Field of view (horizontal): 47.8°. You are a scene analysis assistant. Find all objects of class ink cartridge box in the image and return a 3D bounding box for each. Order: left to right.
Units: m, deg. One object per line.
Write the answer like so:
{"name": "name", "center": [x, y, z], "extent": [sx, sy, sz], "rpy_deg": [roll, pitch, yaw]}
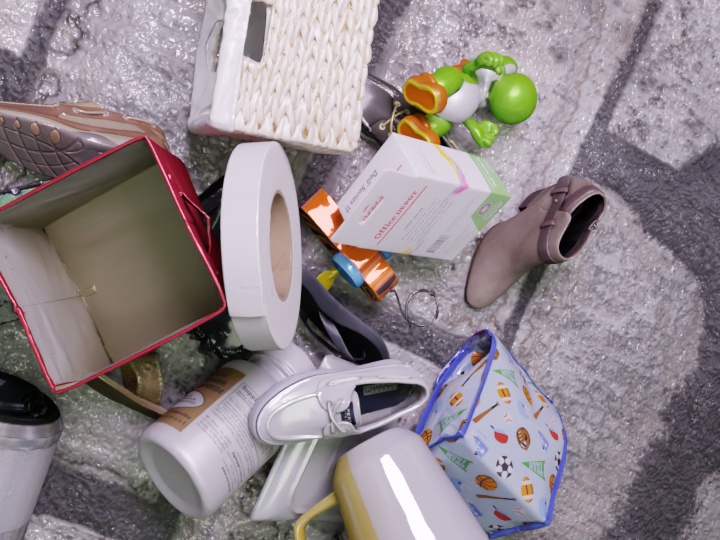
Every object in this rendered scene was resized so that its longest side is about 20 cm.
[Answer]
{"name": "ink cartridge box", "center": [0.057, -0.080, 0.901], "extent": [0.198, 0.068, 0.117], "rpy_deg": [7, 136, -42]}

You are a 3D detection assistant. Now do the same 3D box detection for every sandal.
{"name": "sandal", "center": [-0.247, 0.130, 0.941], "extent": [0.211, 0.077, 0.070], "rpy_deg": [42, 61, -22]}
{"name": "sandal", "center": [-0.042, 0.063, 0.960], "extent": [0.200, 0.075, 0.043], "rpy_deg": [44, 61, -29]}

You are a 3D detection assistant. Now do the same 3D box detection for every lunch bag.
{"name": "lunch bag", "center": [0.169, 0.197, 1.017], "extent": [0.170, 0.123, 0.201], "rpy_deg": [47, 45, -15]}

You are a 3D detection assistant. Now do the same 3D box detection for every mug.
{"name": "mug", "center": [0.027, 0.267, 0.891], "extent": [0.184, 0.150, 0.155], "rpy_deg": [-21, 74, -24]}

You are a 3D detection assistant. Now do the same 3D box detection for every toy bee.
{"name": "toy bee", "center": [0.000, 0.000, 0.976], "extent": [0.129, 0.109, 0.203], "rpy_deg": [-22, 76, -7]}

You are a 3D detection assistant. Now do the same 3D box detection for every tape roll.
{"name": "tape roll", "center": [-0.093, -0.023, 0.796], "extent": [0.036, 0.203, 0.207], "rpy_deg": [-2, 98, 7]}

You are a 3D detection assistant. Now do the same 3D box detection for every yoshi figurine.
{"name": "yoshi figurine", "center": [0.139, -0.199, 0.951], "extent": [0.199, 0.112, 0.114], "rpy_deg": [-31, 101, -38]}

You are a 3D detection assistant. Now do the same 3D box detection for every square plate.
{"name": "square plate", "center": [-0.023, 0.213, 0.967], "extent": [0.197, 0.028, 0.203], "rpy_deg": [26, 89, -54]}

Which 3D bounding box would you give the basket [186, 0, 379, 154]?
{"name": "basket", "center": [-0.086, -0.232, 0.862], "extent": [0.158, 0.200, 0.203], "rpy_deg": [8, 95, -18]}

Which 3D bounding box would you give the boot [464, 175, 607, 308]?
{"name": "boot", "center": [0.214, -0.030, 0.997], "extent": [0.070, 0.146, 0.202], "rpy_deg": [32, 89, -18]}

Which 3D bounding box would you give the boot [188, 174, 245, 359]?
{"name": "boot", "center": [-0.147, -0.008, 0.939], "extent": [0.198, 0.073, 0.163], "rpy_deg": [-42, 107, -7]}

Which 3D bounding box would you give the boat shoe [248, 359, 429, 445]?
{"name": "boat shoe", "center": [-0.020, 0.141, 0.865], "extent": [0.197, 0.065, 0.075], "rpy_deg": [-17, 106, -21]}

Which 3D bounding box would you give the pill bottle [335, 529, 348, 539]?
{"name": "pill bottle", "center": [0.035, 0.347, 1.011], "extent": [0.116, 0.116, 0.200], "rpy_deg": [43, 84, -16]}

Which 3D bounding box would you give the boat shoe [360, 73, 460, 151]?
{"name": "boat shoe", "center": [0.052, -0.171, 0.978], "extent": [0.200, 0.060, 0.072], "rpy_deg": [38, 86, -17]}

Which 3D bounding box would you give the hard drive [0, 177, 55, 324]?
{"name": "hard drive", "center": [-0.399, -0.013, 0.886], "extent": [0.196, 0.038, 0.143], "rpy_deg": [-16, 101, -12]}

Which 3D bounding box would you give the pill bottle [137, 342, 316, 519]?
{"name": "pill bottle", "center": [-0.139, 0.167, 0.909], "extent": [0.199, 0.113, 0.116], "rpy_deg": [-39, 108, -39]}

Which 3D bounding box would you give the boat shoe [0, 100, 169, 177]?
{"name": "boat shoe", "center": [-0.304, -0.145, 0.882], "extent": [0.197, 0.073, 0.076], "rpy_deg": [13, 136, -23]}

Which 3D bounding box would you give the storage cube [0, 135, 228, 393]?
{"name": "storage cube", "center": [-0.228, -0.006, 0.796], "extent": [0.197, 0.180, 0.173], "rpy_deg": [-27, 92, -2]}

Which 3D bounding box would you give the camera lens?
{"name": "camera lens", "center": [-0.413, 0.213, 0.847], "extent": [0.157, 0.160, 0.203], "rpy_deg": [20, 92, -17]}
